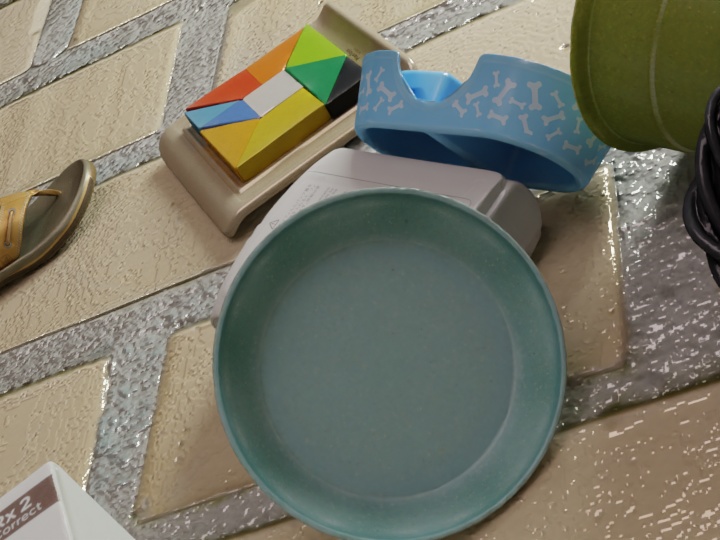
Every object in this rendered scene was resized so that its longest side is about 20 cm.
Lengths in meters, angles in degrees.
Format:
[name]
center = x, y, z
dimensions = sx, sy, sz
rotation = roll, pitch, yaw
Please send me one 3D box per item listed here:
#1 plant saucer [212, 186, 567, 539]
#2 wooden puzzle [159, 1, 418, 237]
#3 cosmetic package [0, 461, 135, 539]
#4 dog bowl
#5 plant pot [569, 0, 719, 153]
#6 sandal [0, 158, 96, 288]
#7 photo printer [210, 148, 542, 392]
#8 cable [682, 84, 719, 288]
[plant saucer]
center = 0.016, 0.054, 0.830
dimensions = 0.200, 0.200, 0.036
rotation = -42, -6, -7
[wooden puzzle]
center = -0.067, -0.133, 1.187
dimensions = 0.200, 0.037, 0.185
rotation = -40, 36, -3
[cosmetic package]
center = -0.141, 0.240, 0.706
dimensions = 0.165, 0.200, 0.165
rotation = -38, 36, 1
[dog bowl]
center = 0.077, -0.096, 0.956
dimensions = 0.199, 0.111, 0.050
rotation = 10, 76, 46
[plant pot]
center = 0.251, -0.127, 0.809
dimensions = 0.200, 0.200, 0.190
rotation = -47, 49, -12
[sandal]
center = -0.311, -0.029, 1.265
dimensions = 0.200, 0.054, 0.080
rotation = -38, 36, -1
[photo printer]
center = 0.000, 0.000, 0.957
dimensions = 0.199, 0.069, 0.167
rotation = 13, 61, 47
[cable]
center = 0.249, -0.032, 0.698
dimensions = 0.200, 0.051, 0.163
rotation = 49, 117, 20
